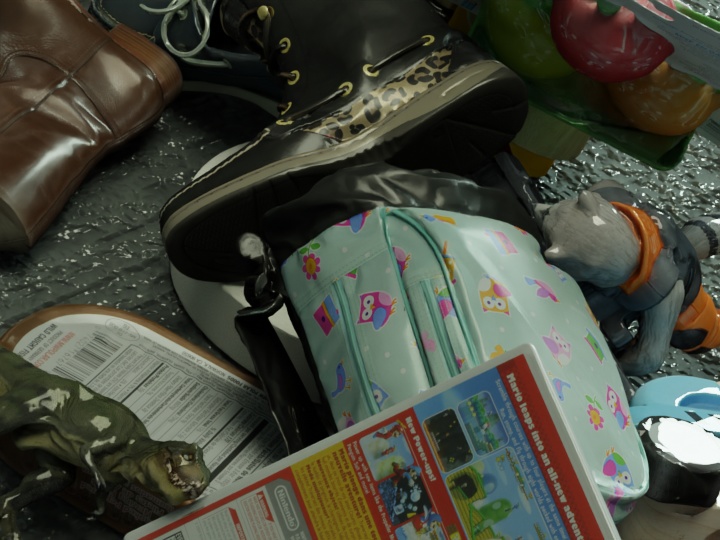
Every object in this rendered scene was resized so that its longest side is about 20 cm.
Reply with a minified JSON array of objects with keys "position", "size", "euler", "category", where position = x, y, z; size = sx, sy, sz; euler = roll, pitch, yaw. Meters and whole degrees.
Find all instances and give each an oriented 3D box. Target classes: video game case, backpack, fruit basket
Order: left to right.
[{"position":[0.009,0.132,1.225],"size":[0.200,0.017,0.143],"euler":[-26,59,7],"category":"video game case"},{"position":[0.045,0.054,1.341],"size":[0.167,0.127,0.200],"euler":[11,50,-40],"category":"backpack"},{"position":[0.135,-0.127,1.508],"size":[0.185,0.200,0.094],"euler":[26,76,-3],"category":"fruit basket"}]

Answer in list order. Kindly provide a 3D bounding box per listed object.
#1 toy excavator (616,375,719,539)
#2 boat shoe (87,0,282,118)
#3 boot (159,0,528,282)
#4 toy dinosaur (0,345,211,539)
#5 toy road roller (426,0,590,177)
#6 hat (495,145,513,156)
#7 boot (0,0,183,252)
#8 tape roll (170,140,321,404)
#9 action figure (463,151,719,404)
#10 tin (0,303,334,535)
[{"position":[0.184,0.092,1.448],"size":[0.194,0.100,0.200],"euler":[8,27,-17],"category":"toy excavator"},{"position":[-0.073,-0.131,1.616],"size":[0.200,0.062,0.075],"euler":[23,51,32],"category":"boat shoe"},{"position":[-0.032,-0.088,1.487],"size":[0.200,0.073,0.151],"euler":[-28,51,-8],"category":"boot"},{"position":[-0.153,0.075,1.311],"size":[0.200,0.047,0.088],"euler":[33,72,29],"category":"toy dinosaur"},{"position":[0.123,-0.148,1.719],"size":[0.146,0.123,0.200],"euler":[10,34,-32],"category":"toy road roller"},{"position":[-0.034,-0.138,1.657],"size":[0.166,0.200,0.176],"euler":[23,60,-39],"category":"hat"},{"position":[-0.213,-0.093,1.539],"size":[0.186,0.064,0.200],"euler":[25,40,13],"category":"boot"},{"position":[0.000,0.000,1.526],"size":[0.202,0.037,0.203],"euler":[13,34,-9],"category":"tape roll"},{"position":[0.132,-0.024,1.515],"size":[0.200,0.105,0.193],"euler":[56,17,14],"category":"action figure"},{"position":[-0.088,0.082,1.373],"size":[0.200,0.042,0.112],"euler":[28,40,13],"category":"tin"}]
